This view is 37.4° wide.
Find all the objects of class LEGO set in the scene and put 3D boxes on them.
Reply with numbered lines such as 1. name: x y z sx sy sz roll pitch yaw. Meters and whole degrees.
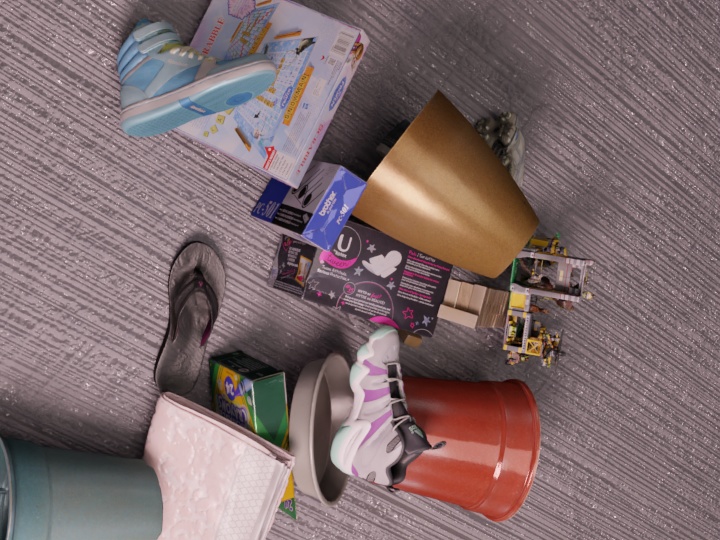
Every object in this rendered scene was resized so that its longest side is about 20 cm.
1. LEGO set: 0.279 0.045 1.514 0.154 0.115 0.201 8 92 -70

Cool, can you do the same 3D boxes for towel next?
1. towel: -0.194 0.276 1.329 0.190 0.032 0.201 24 110 13

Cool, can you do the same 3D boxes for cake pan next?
1. cake pan: -0.049 0.207 1.399 0.036 0.200 0.202 0 103 16

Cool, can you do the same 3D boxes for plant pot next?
1. plant pot: -0.352 0.296 1.265 0.195 0.200 0.202 9 96 -33
2. plant pot: 0.114 -0.086 1.315 0.200 0.186 0.187 39 82 -1
3. plant pot: 0.115 0.232 1.471 0.194 0.201 0.202 13 94 -19

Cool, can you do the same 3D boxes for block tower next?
1. block tower: 0.162 0.045 1.456 0.200 0.054 0.058 4 101 -70

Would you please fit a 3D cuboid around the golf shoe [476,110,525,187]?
1. golf shoe: 0.196 -0.123 1.459 0.097 0.078 0.201 52 44 -36

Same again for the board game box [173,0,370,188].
1. board game box: -0.120 -0.228 1.278 0.199 0.041 0.201 27 88 18

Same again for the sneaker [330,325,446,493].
1. sneaker: 0.050 0.180 1.337 0.078 0.139 0.201 -5 112 -55

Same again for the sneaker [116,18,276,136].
1. sneaker: -0.201 -0.247 1.241 0.199 0.080 0.131 -17 78 12

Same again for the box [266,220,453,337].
1. box: 0.000 0.000 1.396 0.199 0.132 0.115 19 88 -27

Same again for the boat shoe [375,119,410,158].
1. boat shoe: 0.114 -0.131 1.458 0.200 0.073 0.062 34 89 -21

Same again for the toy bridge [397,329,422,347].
1. toy bridge: 0.103 0.006 1.474 0.027 0.067 0.201 15 114 -25

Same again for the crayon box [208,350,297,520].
1. crayon box: -0.139 0.217 1.372 0.051 0.125 0.201 -13 105 -31

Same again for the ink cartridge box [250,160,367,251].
1. ink cartridge box: -0.068 -0.086 1.309 0.044 0.200 0.094 31 86 -24

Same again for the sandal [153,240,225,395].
1. sandal: -0.212 0.064 1.355 0.075 0.048 0.202 8 97 -26
